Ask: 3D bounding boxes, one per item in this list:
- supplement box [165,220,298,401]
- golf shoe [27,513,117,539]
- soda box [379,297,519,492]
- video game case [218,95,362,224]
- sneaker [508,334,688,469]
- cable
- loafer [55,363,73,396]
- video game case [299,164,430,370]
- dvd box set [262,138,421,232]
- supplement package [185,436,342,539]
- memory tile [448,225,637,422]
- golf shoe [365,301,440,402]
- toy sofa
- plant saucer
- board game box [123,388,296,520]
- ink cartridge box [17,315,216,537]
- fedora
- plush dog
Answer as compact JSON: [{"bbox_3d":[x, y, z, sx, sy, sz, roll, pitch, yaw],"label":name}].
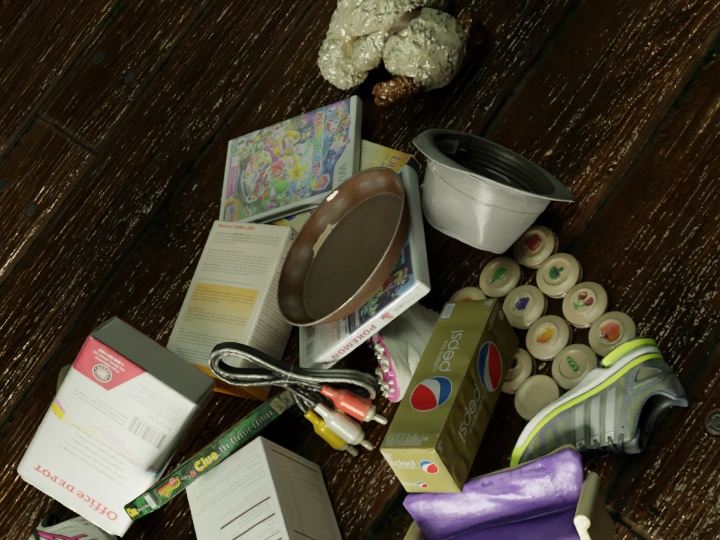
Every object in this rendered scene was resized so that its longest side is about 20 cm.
[{"bbox_3d":[-0.144,0.046,1.504,0.126,0.073,0.201,7,69,37],"label":"supplement box"},{"bbox_3d":[-0.320,0.324,1.461,0.199,0.073,0.093,-5,60,33],"label":"golf shoe"},{"bbox_3d":[0.092,0.122,1.235,0.064,0.068,0.200,-5,41,35],"label":"soda box"},{"bbox_3d":[-0.089,-0.131,1.569,0.199,0.018,0.144,-16,54,27],"label":"video game case"},{"bbox_3d":[0.224,0.152,1.189,0.200,0.074,0.081,-45,52,6],"label":"sneaker"},{"bbox_3d":[-0.063,0.125,1.318,0.097,0.199,0.050,-52,18,36],"label":"cable"},{"bbox_3d":[-0.342,0.192,1.553,0.067,0.076,0.201,-30,50,25],"label":"loafer"},{"bbox_3d":[0.000,0.000,1.377,0.182,0.023,0.201,-39,33,27],"label":"video game case"},{"bbox_3d":[-0.036,-0.100,1.545,0.199,0.029,0.147,22,77,42],"label":"dvd box set"},{"bbox_3d":[-0.088,0.295,1.287,0.109,0.114,0.201,-35,48,17],"label":"supplement package"},{"bbox_3d":[0.184,0.053,1.310,0.153,0.017,0.200,-42,48,7],"label":"memory tile"},{"bbox_3d":[0.050,0.062,1.375,0.091,0.076,0.201,-9,43,-7],"label":"golf shoe"},{"bbox_3d":[0.129,0.243,1.162,0.199,0.098,0.083,-20,13,24],"label":"toy sofa"},{"bbox_3d":[-0.014,-0.021,1.361,0.200,0.034,0.201,-38,32,29],"label":"plant saucer"},{"bbox_3d":[-0.161,0.199,1.357,0.200,0.024,0.105,-35,2,-32],"label":"board game box"},{"bbox_3d":[-0.278,0.177,1.427,0.147,0.086,0.200,33,110,0],"label":"ink cartridge box"},{"bbox_3d":[0.130,-0.079,1.347,0.200,0.176,0.091,49,124,54],"label":"fedora"},{"bbox_3d":[0.056,-0.292,1.517,0.200,0.161,0.172,-42,70,-11],"label":"plush dog"}]
